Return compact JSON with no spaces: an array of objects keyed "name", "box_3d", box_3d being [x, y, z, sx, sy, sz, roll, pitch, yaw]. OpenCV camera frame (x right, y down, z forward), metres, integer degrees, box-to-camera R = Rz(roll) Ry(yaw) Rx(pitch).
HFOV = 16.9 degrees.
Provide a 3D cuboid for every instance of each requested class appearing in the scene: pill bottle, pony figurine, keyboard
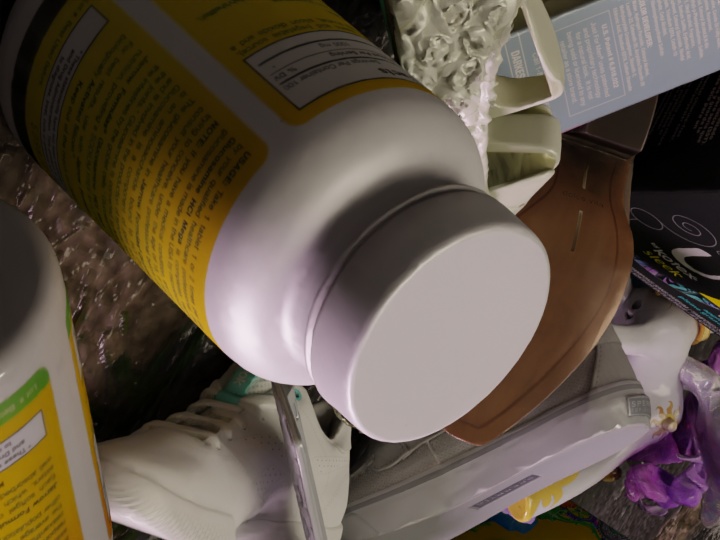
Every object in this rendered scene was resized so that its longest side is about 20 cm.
[{"name":"pill bottle","box_3d":[-0.030,-0.034,0.831,0.112,0.200,0.113,-27,140,-25]},{"name":"pony figurine","box_3d":[0.153,0.066,1.262,0.199,0.166,0.194,-12,119,-31]},{"name":"pill bottle","box_3d":[-0.147,0.077,0.858,0.111,0.111,0.201,-38,143,-30]},{"name":"keyboard","box_3d":[-0.015,0.135,1.031,0.011,0.056,0.201,-12,124,-1]}]

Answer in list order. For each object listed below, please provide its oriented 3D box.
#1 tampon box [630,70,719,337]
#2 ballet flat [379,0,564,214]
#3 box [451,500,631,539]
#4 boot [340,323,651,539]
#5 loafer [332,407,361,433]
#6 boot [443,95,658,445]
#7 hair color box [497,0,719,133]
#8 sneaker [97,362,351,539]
[{"name":"tampon box","box_3d":[0.208,-0.047,1.115,0.149,0.200,0.127,34,77,-21]},{"name":"ballet flat","box_3d":[0.044,-0.057,0.898,0.072,0.072,0.200,-45,154,-20]},{"name":"box","box_3d":[0.094,0.247,1.269,0.200,0.192,0.123,-39,144,-29]},{"name":"boot","box_3d":[0.035,0.071,1.149,0.199,0.096,0.074,-26,160,12]},{"name":"loafer","box_3d":[0.000,0.000,1.020,0.075,0.069,0.200,-20,143,0]},{"name":"boot","box_3d":[0.076,-0.022,1.075,0.201,0.070,0.146,-62,-171,-2]},{"name":"hair color box","box_3d":[0.125,-0.129,0.995,0.199,0.099,0.061,-22,131,-4]},{"name":"sneaker","box_3d":[-0.060,0.075,1.035,0.200,0.075,0.089,20,89,-65]}]
